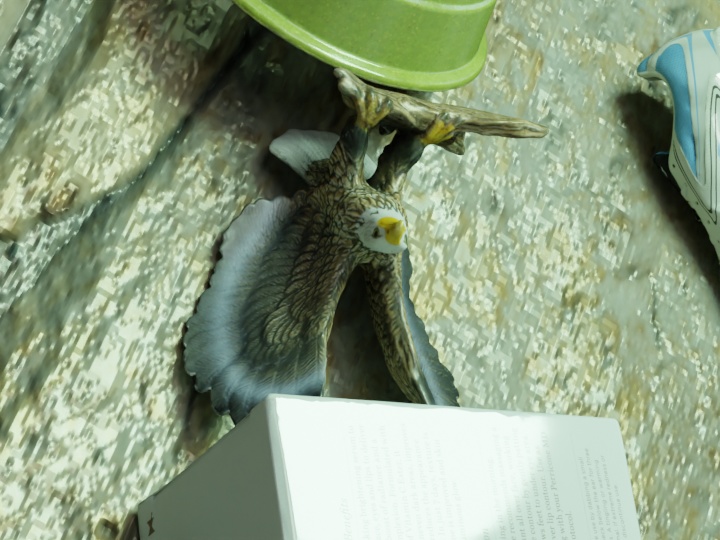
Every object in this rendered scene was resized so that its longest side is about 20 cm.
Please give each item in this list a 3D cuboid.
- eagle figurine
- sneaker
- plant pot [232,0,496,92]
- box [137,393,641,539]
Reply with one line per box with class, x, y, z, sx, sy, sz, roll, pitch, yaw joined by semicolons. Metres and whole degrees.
eagle figurine;-0.001;-0.001;1.337;0.152;0.151;0.200;11;87;19
sneaker;0.223;-0.047;1.531;0.072;0.072;0.200;-4;77;-64
plant pot;0.029;-0.233;1.382;0.200;0.190;0.200;25;31;-16
box;0.014;0.142;1.229;0.200;0.152;0.106;5;63;-29
